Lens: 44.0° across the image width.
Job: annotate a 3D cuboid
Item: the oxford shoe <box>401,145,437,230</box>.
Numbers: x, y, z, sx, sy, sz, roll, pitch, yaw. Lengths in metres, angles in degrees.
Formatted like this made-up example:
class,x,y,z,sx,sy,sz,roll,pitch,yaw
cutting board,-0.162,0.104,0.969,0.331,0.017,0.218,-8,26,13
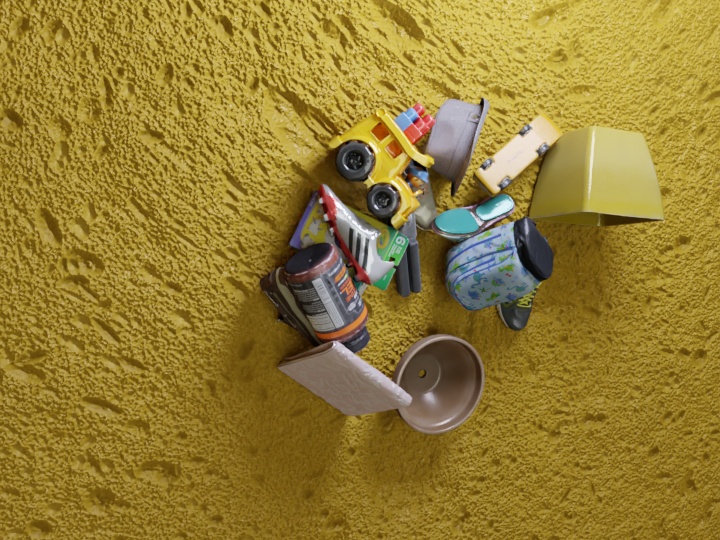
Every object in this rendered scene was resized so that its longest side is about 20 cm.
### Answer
class,x,y,z,sx,sy,sz,roll,pitch,yaw
oxford shoe,0.104,-0.162,1.714,0.071,0.074,0.201,-34,112,-15

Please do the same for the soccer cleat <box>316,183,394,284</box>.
class,x,y,z,sx,sy,sz,roll,pitch,yaw
soccer cleat,-0.011,-0.072,1.603,0.085,0.069,0.201,-27,92,-8

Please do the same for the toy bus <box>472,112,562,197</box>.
class,x,y,z,sx,sy,sz,roll,pitch,yaw
toy bus,0.311,-0.228,1.782,0.200,0.078,0.065,-42,86,-10

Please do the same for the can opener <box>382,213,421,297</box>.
class,x,y,z,sx,sy,sz,roll,pitch,yaw
can opener,0.081,-0.048,1.747,0.053,0.067,0.201,-18,120,-19

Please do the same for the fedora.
class,x,y,z,sx,sy,sz,roll,pitch,yaw
fedora,0.172,-0.248,1.688,0.090,0.177,0.201,22,66,1

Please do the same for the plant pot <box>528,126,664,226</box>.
class,x,y,z,sx,sy,sz,roll,pitch,yaw
plant pot,0.480,-0.190,1.817,0.199,0.200,0.178,4,87,-24

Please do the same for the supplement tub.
class,x,y,z,sx,sy,sz,roll,pitch,yaw
supplement tub,-0.053,0.056,1.613,0.107,0.107,0.201,-33,117,-14

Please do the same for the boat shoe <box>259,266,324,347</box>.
class,x,y,z,sx,sy,sz,roll,pitch,yaw
boat shoe,-0.122,0.075,1.679,0.074,0.075,0.203,-17,123,21

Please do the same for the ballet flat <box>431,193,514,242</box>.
class,x,y,z,sx,sy,sz,roll,pitch,yaw
ballet flat,0.221,-0.096,1.779,0.199,0.071,0.069,-23,69,-27

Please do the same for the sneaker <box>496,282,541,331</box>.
class,x,y,z,sx,sy,sz,roll,pitch,yaw
sneaker,0.334,0.031,1.847,0.074,0.085,0.201,-3,102,-22

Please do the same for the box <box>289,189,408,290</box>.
class,x,y,z,sx,sy,sz,roll,pitch,yaw
box,-0.019,-0.053,1.655,0.199,0.048,0.118,26,90,-1

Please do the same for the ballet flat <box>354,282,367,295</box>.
class,x,y,z,sx,sy,sz,roll,pitch,yaw
ballet flat,0.000,0.000,1.712,0.071,0.072,0.201,24,93,-25

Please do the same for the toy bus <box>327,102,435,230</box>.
class,x,y,z,sx,sy,sz,roll,pitch,yaw
toy bus,0.067,-0.201,1.611,0.192,0.136,0.200,-38,90,7

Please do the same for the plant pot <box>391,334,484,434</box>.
class,x,y,z,sx,sy,sz,roll,pitch,yaw
plant pot,0.142,0.220,1.799,0.200,0.093,0.202,-5,103,-23

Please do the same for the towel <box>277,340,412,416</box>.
class,x,y,z,sx,sy,sz,roll,pitch,yaw
towel,-0.031,0.207,1.678,0.200,0.191,0.032,37,56,-25

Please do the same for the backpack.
class,x,y,z,sx,sy,sz,roll,pitch,yaw
backpack,0.260,-0.007,1.752,0.163,0.199,0.155,45,49,-48
